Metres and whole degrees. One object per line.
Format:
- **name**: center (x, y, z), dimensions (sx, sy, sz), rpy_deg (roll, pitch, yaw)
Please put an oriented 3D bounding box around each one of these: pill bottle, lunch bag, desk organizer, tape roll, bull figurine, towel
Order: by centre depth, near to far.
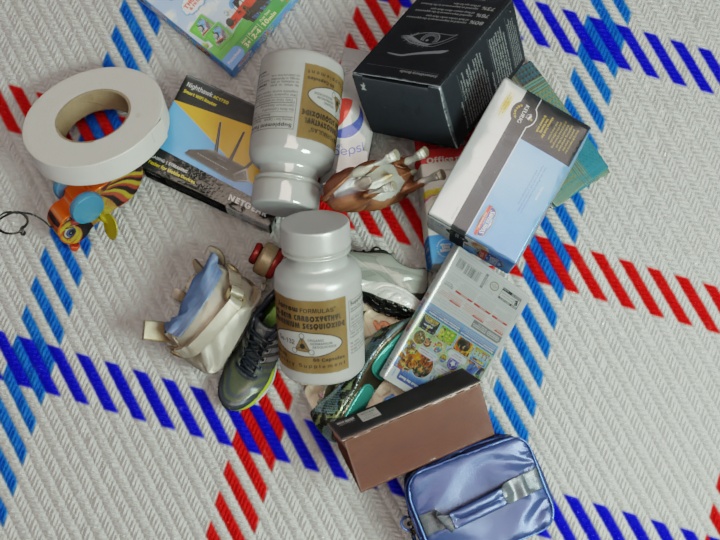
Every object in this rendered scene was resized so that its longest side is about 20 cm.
- **pill bottle**: center (-0.053, 0.033, 1.395), dimensions (0.113, 0.115, 0.203), rpy_deg (-3, 113, -2)
- **desk organizer**: center (0.068, 0.206, 1.424), dimensions (0.198, 0.072, 0.078), rpy_deg (-21, 103, -12)
- **lunch bag**: center (0.145, 0.299, 1.432), dimensions (0.198, 0.132, 0.137), rpy_deg (-22, 82, -5)
- **bull figurine**: center (0.033, -0.118, 1.435), dimensions (0.121, 0.199, 0.066), rpy_deg (-22, 92, 38)
- **pill bottle**: center (-0.088, -0.178, 1.450), dimensions (0.113, 0.114, 0.203), rpy_deg (7, 79, 0)
- **tape roll**: center (-0.358, -0.199, 1.493), dimensions (0.200, 0.037, 0.205), rpy_deg (-5, 49, 6)
- **towel**: center (0.251, -0.191, 1.538), dimensions (0.146, 0.022, 0.201), rpy_deg (-29, 80, -36)

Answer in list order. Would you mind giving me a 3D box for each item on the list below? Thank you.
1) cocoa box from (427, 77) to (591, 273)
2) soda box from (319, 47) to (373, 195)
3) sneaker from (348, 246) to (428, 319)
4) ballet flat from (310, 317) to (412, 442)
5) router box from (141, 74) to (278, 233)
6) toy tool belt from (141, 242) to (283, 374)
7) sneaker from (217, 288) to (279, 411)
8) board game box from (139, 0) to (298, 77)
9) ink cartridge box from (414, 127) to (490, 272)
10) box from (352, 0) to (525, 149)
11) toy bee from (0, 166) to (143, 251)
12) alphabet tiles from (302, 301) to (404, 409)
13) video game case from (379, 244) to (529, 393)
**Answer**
- **cocoa box**: center (0.189, -0.117, 1.418), dimensions (0.130, 0.133, 0.202), rpy_deg (30, 87, 6)
- **soda box**: center (-0.011, -0.203, 1.538), dimensions (0.062, 0.068, 0.203), rpy_deg (10, 82, 0)
- **sneaker**: center (0.000, 0.000, 1.500), dimensions (0.198, 0.074, 0.080), rpy_deg (22, 70, -2)
- **ballet flat**: center (0.001, 0.134, 1.475), dimensions (0.074, 0.074, 0.201), rpy_deg (36, 78, 4)
- **router box**: center (-0.184, -0.162, 1.533), dimensions (0.198, 0.051, 0.151), rpy_deg (24, 79, 2)
- **toy tool belt**: center (-0.199, 0.030, 1.471), dimensions (0.122, 0.125, 0.202), rpy_deg (30, 81, -5)
- **sneaker**: center (-0.135, 0.095, 1.476), dimensions (0.073, 0.081, 0.202), rpy_deg (27, 83, 14)
- **board game box**: center (-0.212, -0.400, 1.578), dimensions (0.199, 0.037, 0.152), rpy_deg (38, 83, 5)
- **ink cartridge box**: center (0.140, -0.107, 1.527), dimensions (0.114, 0.067, 0.203), rpy_deg (-6, 81, -3)
- **box**: center (0.108, -0.274, 1.475), dimensions (0.147, 0.105, 0.201), rpy_deg (17, 56, 36)
- **toy bee**: center (-0.387, -0.085, 1.499), dimensions (0.197, 0.109, 0.132), rpy_deg (-14, 55, -8)
- **alphabet tiles**: center (0.005, 0.114, 1.516), dimensions (0.198, 0.015, 0.197), rpy_deg (-28, 81, -6)
- **video game case**: center (0.129, 0.087, 1.479), dimensions (0.142, 0.018, 0.202), rpy_deg (32, 86, -28)
